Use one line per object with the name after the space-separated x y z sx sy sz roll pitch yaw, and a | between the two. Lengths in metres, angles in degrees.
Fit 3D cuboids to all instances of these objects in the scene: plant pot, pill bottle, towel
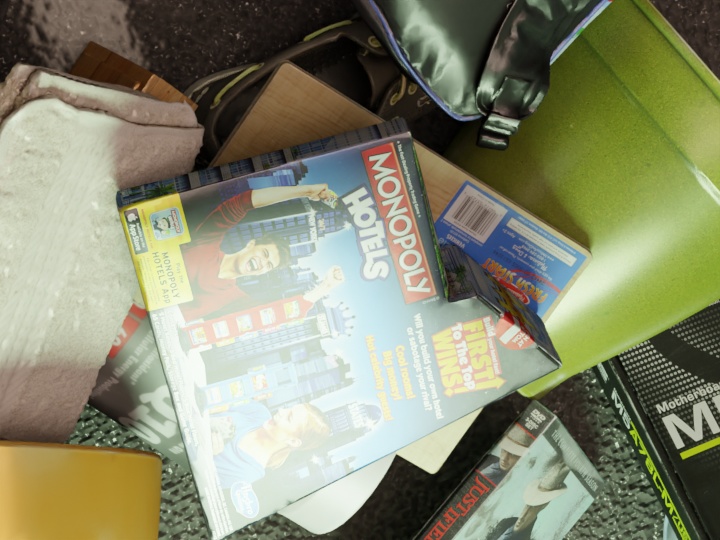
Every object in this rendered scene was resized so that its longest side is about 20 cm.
0.126 -0.036 1.609 0.193 0.200 0.200 -41 107 5 | plant pot
-0.204 0.184 1.499 0.199 0.200 0.184 3 83 -17 | plant pot
-0.077 0.052 1.590 0.200 0.114 0.114 35 88 -18 | pill bottle
-0.160 -0.002 1.449 0.132 0.034 0.201 9 109 -48 | towel

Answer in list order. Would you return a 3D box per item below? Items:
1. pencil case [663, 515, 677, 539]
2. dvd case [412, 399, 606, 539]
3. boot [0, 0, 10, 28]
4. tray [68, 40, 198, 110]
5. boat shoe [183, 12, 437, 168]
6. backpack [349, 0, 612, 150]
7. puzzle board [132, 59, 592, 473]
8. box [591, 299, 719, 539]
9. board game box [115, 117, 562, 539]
0.279 0.162 1.730 0.199 0.091 0.083 5 136 -16 | pencil case
0.056 0.173 1.646 0.022 0.146 0.200 37 84 25 | dvd case
-0.248 -0.159 1.477 0.131 0.200 0.070 19 114 -20 | boot
-0.173 -0.024 1.557 0.037 0.099 0.200 34 88 -29 | tray
-0.003 -0.105 1.617 0.201 0.060 0.072 -22 104 -12 | boat shoe
0.068 -0.200 1.521 0.190 0.154 0.200 -37 121 4 | backpack
0.000 0.000 1.521 0.199 0.017 0.151 31 105 -18 | puzzle board
0.254 0.076 1.675 0.199 0.048 0.194 -19 68 -12 | box
-0.007 0.018 1.480 0.199 0.062 0.201 -15 118 -3 | board game box
